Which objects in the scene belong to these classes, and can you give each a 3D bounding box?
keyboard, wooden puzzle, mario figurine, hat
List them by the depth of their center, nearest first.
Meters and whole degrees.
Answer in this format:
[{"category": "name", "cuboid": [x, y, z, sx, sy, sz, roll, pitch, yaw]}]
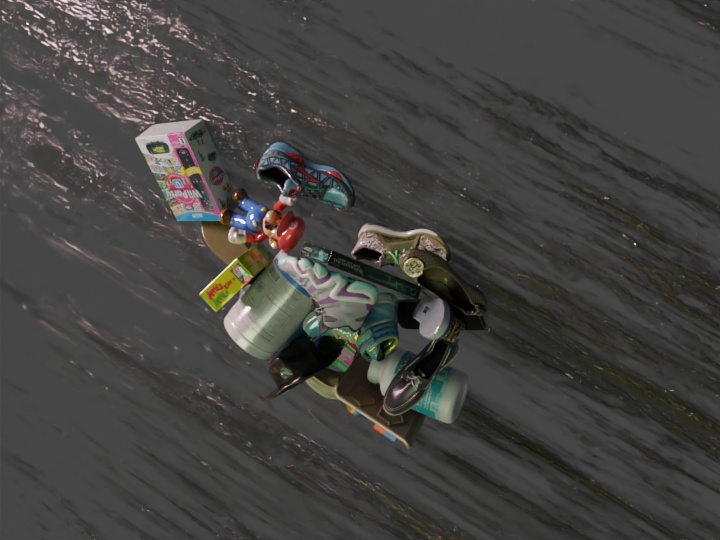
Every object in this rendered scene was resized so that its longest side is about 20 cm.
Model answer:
[{"category": "keyboard", "cuboid": [0.142, 0.066, 1.502, 0.198, 0.021, 0.128, -2, 127, 36]}, {"category": "mario figurine", "cuboid": [-0.194, -0.109, 1.510, 0.199, 0.106, 0.125, 21, 110, 33]}, {"category": "wooden puzzle", "cuboid": [0.044, 0.282, 1.640, 0.199, 0.185, 0.046, 37, 115, 4]}, {"category": "hat", "cuboid": [-0.138, 0.194, 1.641, 0.200, 0.200, 0.081, -31, 90, 47]}]

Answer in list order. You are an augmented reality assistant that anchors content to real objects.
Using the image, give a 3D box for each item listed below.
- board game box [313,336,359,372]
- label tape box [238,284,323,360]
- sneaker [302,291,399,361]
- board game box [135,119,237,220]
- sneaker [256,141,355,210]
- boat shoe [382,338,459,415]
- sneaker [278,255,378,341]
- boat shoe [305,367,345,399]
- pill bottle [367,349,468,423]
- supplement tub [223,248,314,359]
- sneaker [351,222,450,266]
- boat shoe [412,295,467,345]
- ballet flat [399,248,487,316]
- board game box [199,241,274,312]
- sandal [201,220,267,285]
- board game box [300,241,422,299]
[{"category": "board game box", "cuboid": [-0.061, 0.119, 1.676, 0.152, 0.040, 0.201, 30, 138, 11]}, {"category": "label tape box", "cuboid": [-0.183, 0.127, 1.699, 0.199, 0.063, 0.145, 38, 140, 15]}, {"category": "sneaker", "cuboid": [-0.016, 0.125, 1.499, 0.198, 0.132, 0.080, -16, 149, 12]}, {"category": "board game box", "cuboid": [-0.353, -0.202, 1.584, 0.146, 0.064, 0.201, 2, 128, 35]}, {"category": "sneaker", "cuboid": [-0.106, -0.155, 1.423, 0.199, 0.096, 0.080, 28, 138, 12]}, {"category": "boat shoe", "cuboid": [0.112, 0.201, 1.514, 0.073, 0.200, 0.063, 43, 177, 24]}, {"category": "sneaker", "cuboid": [-0.078, 0.062, 1.439, 0.198, 0.141, 0.078, 21, 179, 0]}, {"category": "boat shoe", "cuboid": [-0.033, 0.258, 1.745, 0.199, 0.072, 0.065, 27, 128, -14]}, {"category": "pill bottle", "cuboid": [0.117, 0.233, 1.598, 0.198, 0.111, 0.112, 18, 135, 21]}, {"category": "supplement tub", "cuboid": [-0.167, 0.066, 1.554, 0.132, 0.132, 0.200, 41, 104, -3]}, {"category": "sneaker", "cuboid": [0.070, -0.028, 1.415, 0.198, 0.089, 0.077, 8, 130, 30]}, {"category": "boat shoe", "cuboid": [0.157, 0.098, 1.395, 0.091, 0.200, 0.071, 34, 95, -8]}, {"category": "ballet flat", "cuboid": [0.152, 0.028, 1.382, 0.199, 0.047, 0.067, 35, 125, -22]}, {"category": "board game box", "cuboid": [-0.236, 0.008, 1.493, 0.101, 0.200, 0.048, -43, 95, 11]}, {"category": "sandal", "cuboid": [-0.264, -0.040, 1.657, 0.212, 0.078, 0.070, 48, -179, 17]}, {"category": "board game box", "cuboid": [0.000, 0.000, 1.424, 0.199, 0.028, 0.135, 22, 179, -27]}]
